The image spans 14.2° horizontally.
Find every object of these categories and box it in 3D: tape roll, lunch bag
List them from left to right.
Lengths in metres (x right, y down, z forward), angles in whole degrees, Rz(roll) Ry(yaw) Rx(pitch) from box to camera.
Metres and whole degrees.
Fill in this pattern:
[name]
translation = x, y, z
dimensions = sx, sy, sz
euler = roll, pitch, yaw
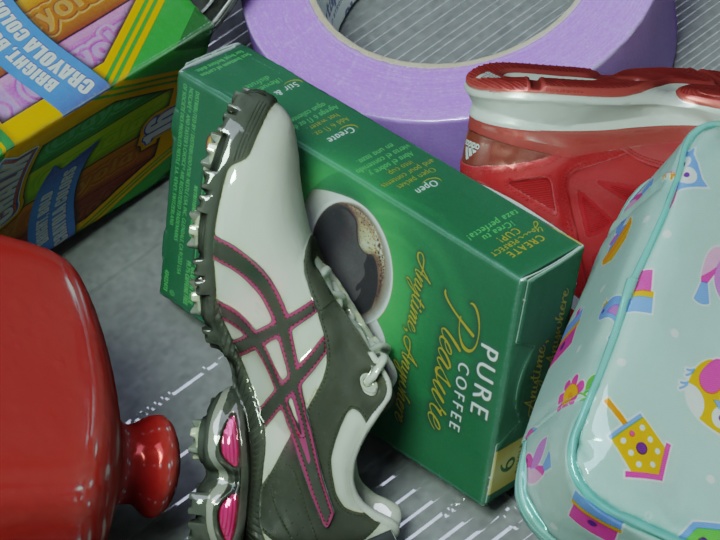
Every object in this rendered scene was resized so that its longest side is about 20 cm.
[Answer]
[tape roll]
translation = 0.047, -0.126, 1.355
dimensions = 0.200, 0.066, 0.200
euler = -6, 51, 7
[lunch bag]
translation = 0.159, 0.055, 1.156
dimensions = 0.160, 0.077, 0.200
euler = 28, 60, -8

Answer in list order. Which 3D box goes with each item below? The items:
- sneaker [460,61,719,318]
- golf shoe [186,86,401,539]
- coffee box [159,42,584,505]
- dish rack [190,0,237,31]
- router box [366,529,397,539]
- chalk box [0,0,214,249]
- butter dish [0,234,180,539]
[sneaker]
translation = 0.131, -0.027, 1.269
dimensions = 0.199, 0.116, 0.078
euler = 5, 14, -17
[golf shoe]
translation = -0.026, 0.023, 1.194
dimensions = 0.088, 0.201, 0.077
euler = 1, 13, 9
[coffee box]
translation = 0.000, 0.000, 1.230
dimensions = 0.200, 0.123, 0.044
euler = 31, 40, 31
[dish rack]
translation = -0.105, -0.178, 1.400
dimensions = 0.200, 0.055, 0.154
euler = -1, 51, 54
[router box]
translation = -0.045, 0.210, 1.120
dimensions = 0.200, 0.052, 0.157
euler = -22, 52, -6
[chalk box]
translation = -0.185, -0.070, 1.278
dimensions = 0.200, 0.125, 0.124
euler = -36, 73, -29
[butter dish]
translation = -0.147, 0.078, 1.186
dimensions = 0.147, 0.200, 0.200
euler = 3, 49, -16
